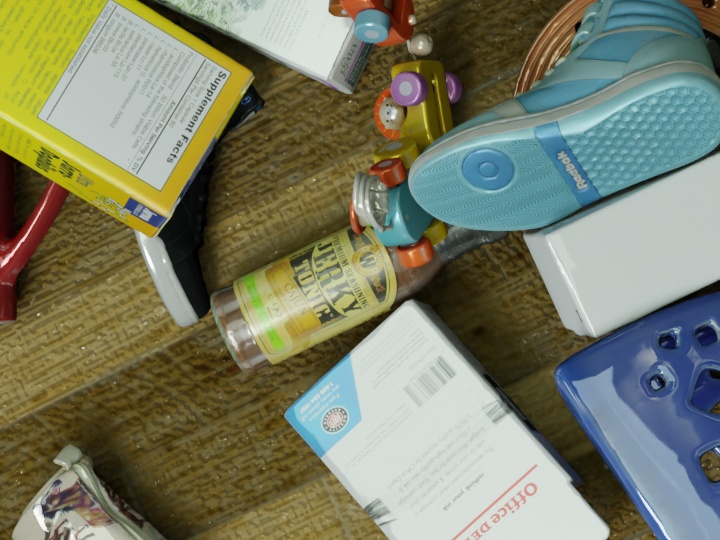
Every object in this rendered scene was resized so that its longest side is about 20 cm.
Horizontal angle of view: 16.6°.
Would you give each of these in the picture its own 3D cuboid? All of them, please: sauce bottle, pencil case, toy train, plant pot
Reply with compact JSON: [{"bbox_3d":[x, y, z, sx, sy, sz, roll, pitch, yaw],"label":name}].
[{"bbox_3d":[0.000,0.000,1.624,0.200,0.065,0.065,-27,81,6],"label":"sauce bottle"},{"bbox_3d":[-0.145,0.209,1.628,0.200,0.078,0.089,43,115,12],"label":"pencil case"},{"bbox_3d":[0.009,-0.101,1.561,0.056,0.150,0.200,-9,63,27],"label":"toy train"},{"bbox_3d":[0.247,0.103,1.502,0.180,0.200,0.200,-33,79,2],"label":"plant pot"}]

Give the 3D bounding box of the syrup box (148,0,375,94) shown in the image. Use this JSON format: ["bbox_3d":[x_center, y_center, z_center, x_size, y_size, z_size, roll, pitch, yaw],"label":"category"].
[{"bbox_3d":[-0.082,-0.196,1.648,0.200,0.081,0.079,25,92,10],"label":"syrup box"}]

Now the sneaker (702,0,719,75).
[{"bbox_3d":[0.193,-0.109,1.590,0.099,0.071,0.200,-5,81,15],"label":"sneaker"}]

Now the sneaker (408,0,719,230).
[{"bbox_3d":[0.126,-0.102,1.496,0.200,0.080,0.131,-16,38,16],"label":"sneaker"}]

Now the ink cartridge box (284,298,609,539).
[{"bbox_3d":[0.061,0.131,1.599,0.116,0.067,0.200,-42,78,5],"label":"ink cartridge box"}]

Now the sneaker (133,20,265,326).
[{"bbox_3d":[-0.108,-0.071,1.649,0.112,0.073,0.200,-20,90,-3],"label":"sneaker"}]

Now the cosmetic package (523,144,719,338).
[{"bbox_3d":[0.208,-0.034,1.500,0.200,0.101,0.071,-26,93,-4],"label":"cosmetic package"}]

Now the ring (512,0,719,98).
[{"bbox_3d":[0.192,-0.092,1.554,0.200,0.019,0.200,0,94,-5],"label":"ring"}]

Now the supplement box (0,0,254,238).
[{"bbox_3d":[-0.184,-0.121,1.556,0.200,0.110,0.109,32,79,-5],"label":"supplement box"}]

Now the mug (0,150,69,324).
[{"bbox_3d":[-0.279,-0.061,1.644,0.177,0.133,0.200,-5,88,47],"label":"mug"}]
